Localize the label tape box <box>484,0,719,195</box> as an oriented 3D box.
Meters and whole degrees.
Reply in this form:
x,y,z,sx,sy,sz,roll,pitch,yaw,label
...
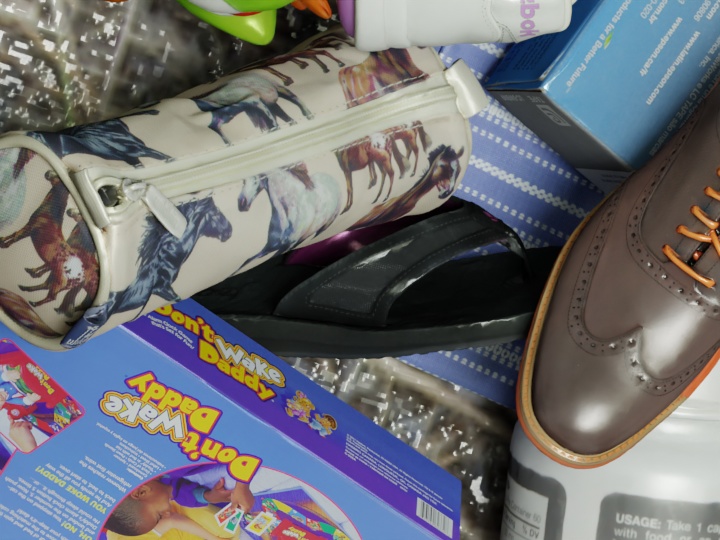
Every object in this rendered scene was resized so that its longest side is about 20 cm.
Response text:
x,y,z,sx,sy,sz,roll,pitch,yaw,label
0.170,-0.067,1.188,0.200,0.063,0.144,39,79,-17,label tape box

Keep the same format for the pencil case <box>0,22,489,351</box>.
x,y,z,sx,sy,sz,roll,pitch,yaw,label
-0.047,-0.034,1.060,0.200,0.089,0.078,-22,101,-41,pencil case

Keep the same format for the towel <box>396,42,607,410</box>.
x,y,z,sx,sy,sz,roll,pitch,yaw,label
0.077,-0.046,1.213,0.145,0.024,0.200,24,91,-20,towel

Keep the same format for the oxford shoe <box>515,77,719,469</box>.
x,y,z,sx,sy,sz,roll,pitch,yaw,label
0.123,-0.017,1.092,0.071,0.073,0.200,33,77,1,oxford shoe

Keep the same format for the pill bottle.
x,y,z,sx,sy,sz,roll,pitch,yaw,label
0.111,0.112,1.182,0.113,0.113,0.200,4,101,-17,pill bottle

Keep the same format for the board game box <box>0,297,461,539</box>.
x,y,z,sx,sy,sz,roll,pitch,yaw,label
-0.081,0.081,1.130,0.200,0.045,0.134,35,118,-18,board game box

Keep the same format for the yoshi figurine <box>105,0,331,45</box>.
x,y,z,sx,sy,sz,roll,pitch,yaw,label
-0.065,-0.144,1.061,0.112,0.200,0.112,12,93,-17,yoshi figurine

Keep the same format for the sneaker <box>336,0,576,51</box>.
x,y,z,sx,sy,sz,roll,pitch,yaw,label
0.057,-0.128,1.096,0.100,0.200,0.075,4,121,13,sneaker

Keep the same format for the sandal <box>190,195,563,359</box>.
x,y,z,sx,sy,sz,roll,pitch,yaw,label
-0.001,0.000,1.139,0.200,0.075,0.048,-3,112,0,sandal
